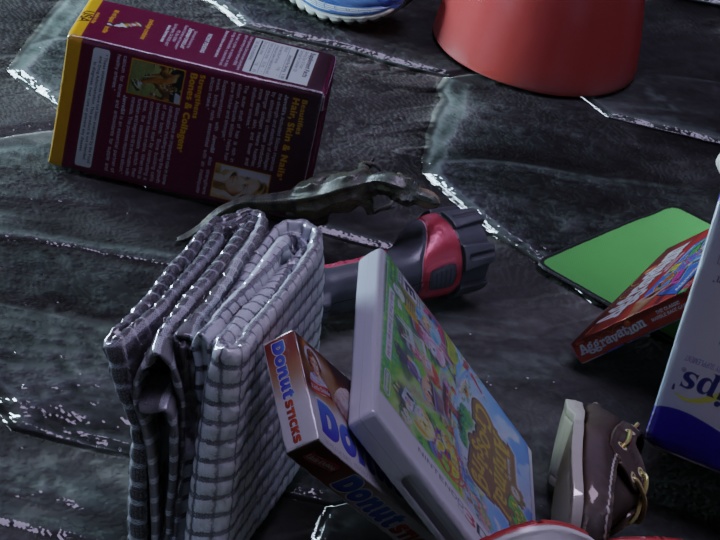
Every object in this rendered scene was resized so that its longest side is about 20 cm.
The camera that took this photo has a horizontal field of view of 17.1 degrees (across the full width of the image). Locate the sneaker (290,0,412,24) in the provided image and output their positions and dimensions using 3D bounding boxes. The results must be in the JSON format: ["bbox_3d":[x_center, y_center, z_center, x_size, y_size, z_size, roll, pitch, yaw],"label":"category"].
[{"bbox_3d":[-0.040,-0.288,2.197,0.199,0.090,0.079,21,30,15],"label":"sneaker"}]

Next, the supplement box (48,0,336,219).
[{"bbox_3d":[-0.127,-0.123,1.834,0.199,0.111,0.086,13,27,0],"label":"supplement box"}]

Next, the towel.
[{"bbox_3d":[-0.086,0.074,1.429,0.085,0.166,0.200,11,27,12],"label":"towel"}]

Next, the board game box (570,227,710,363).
[{"bbox_3d":[0.234,0.005,1.758,0.020,0.103,0.200,58,34,-4],"label":"board game box"}]

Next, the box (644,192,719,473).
[{"bbox_3d":[0.278,0.024,1.591,0.104,0.201,0.184,19,12,15],"label":"box"}]

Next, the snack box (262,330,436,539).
[{"bbox_3d":[0.001,0.106,1.396,0.024,0.200,0.072,-23,58,15],"label":"snack box"}]

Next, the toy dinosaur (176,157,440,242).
[{"bbox_3d":[-0.030,-0.051,1.761,0.199,0.048,0.088,-11,1,21],"label":"toy dinosaur"}]

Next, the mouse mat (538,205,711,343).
[{"bbox_3d":[0.252,0.005,1.866,0.161,0.008,0.200,31,32,30],"label":"mouse mat"}]

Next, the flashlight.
[{"bbox_3d":[0.000,0.000,1.713,0.199,0.068,0.068,-12,77,-32],"label":"flashlight"}]

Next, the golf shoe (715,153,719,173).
[{"bbox_3d":[0.326,-0.067,1.972,0.094,0.078,0.200,14,18,26],"label":"golf shoe"}]

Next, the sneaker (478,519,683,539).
[{"bbox_3d":[0.144,0.216,1.389,0.199,0.078,0.116,12,60,-39],"label":"sneaker"}]

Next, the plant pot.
[{"bbox_3d":[0.178,-0.278,2.176,0.199,0.178,0.201,10,28,-6],"label":"plant pot"}]

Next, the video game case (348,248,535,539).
[{"bbox_3d":[0.053,0.102,1.459,0.022,0.182,0.200,-30,23,16],"label":"video game case"}]

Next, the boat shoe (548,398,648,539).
[{"bbox_3d":[0.151,0.130,1.499,0.059,0.072,0.200,13,11,2],"label":"boat shoe"}]
